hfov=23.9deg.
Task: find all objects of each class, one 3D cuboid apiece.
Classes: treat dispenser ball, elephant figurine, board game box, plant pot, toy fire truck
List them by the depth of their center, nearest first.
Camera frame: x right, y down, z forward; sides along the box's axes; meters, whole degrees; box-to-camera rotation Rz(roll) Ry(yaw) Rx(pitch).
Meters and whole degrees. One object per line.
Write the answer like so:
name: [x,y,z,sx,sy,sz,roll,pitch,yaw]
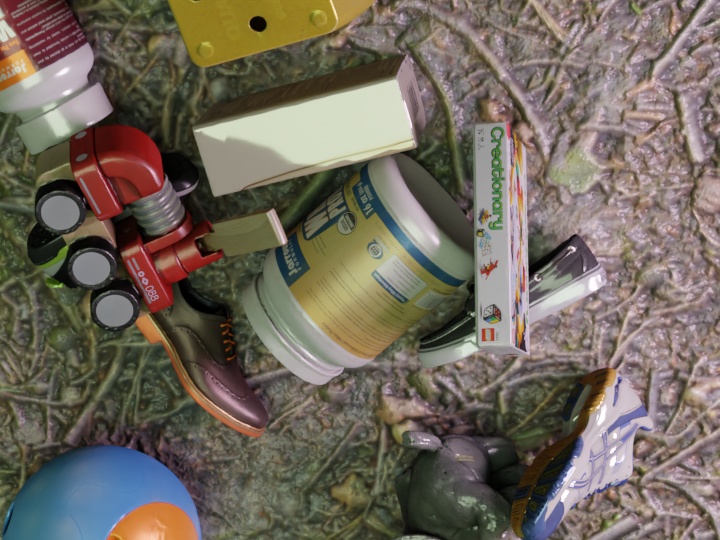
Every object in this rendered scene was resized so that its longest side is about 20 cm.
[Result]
plant pot: [-0.093,-0.287,1.490,0.199,0.177,0.201,-14,120,11]
board game box: [0.129,-0.025,1.554,0.034,0.126,0.201,-2,83,13]
toy fire truck: [-0.181,-0.051,1.565,0.199,0.129,0.177,-23,121,3]
elephant figurine: [0.082,0.261,1.700,0.155,0.141,0.200,52,127,20]
treat dispenser ball: [-0.259,0.276,1.706,0.200,0.201,0.202,2,108,7]

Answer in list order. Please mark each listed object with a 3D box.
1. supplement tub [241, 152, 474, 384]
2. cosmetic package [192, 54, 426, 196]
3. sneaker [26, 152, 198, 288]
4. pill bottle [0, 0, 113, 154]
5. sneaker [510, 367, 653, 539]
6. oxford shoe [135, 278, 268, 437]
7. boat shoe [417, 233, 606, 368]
supplement tub: [0.000,0.000,1.609,0.200,0.145,0.145,-41,99,17]
cosmetic package: [-0.046,-0.137,1.593,0.199,0.104,0.073,-13,106,13]
sneaker: [-0.235,-0.045,1.681,0.199,0.072,0.083,-26,127,16]
pill bottle: [-0.320,-0.218,1.602,0.109,0.110,0.201,-24,103,15]
sneaker: [0.220,0.190,1.628,0.088,0.200,0.075,44,153,-16]
oxford shoe: [-0.150,0.079,1.697,0.072,0.071,0.200,-38,99,12]
boat shoe: [0.137,0.026,1.641,0.199,0.070,0.066,-27,95,15]
